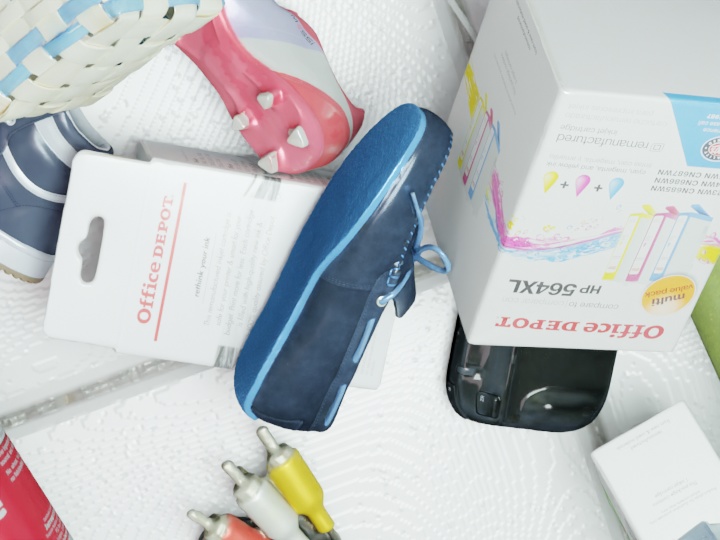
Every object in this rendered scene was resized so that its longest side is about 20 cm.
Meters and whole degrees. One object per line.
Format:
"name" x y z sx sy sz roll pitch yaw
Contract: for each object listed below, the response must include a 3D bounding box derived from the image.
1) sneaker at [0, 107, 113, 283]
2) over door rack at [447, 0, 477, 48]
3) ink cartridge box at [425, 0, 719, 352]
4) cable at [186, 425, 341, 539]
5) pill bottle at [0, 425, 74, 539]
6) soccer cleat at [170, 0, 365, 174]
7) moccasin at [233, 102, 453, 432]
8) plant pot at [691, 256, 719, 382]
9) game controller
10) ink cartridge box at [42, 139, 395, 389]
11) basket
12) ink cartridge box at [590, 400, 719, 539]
"sneaker" -0.235 -0.088 1.192 0.200 0.070 0.109 34 103 -19
"over door rack" 0.074 -0.217 1.151 0.148 0.067 0.200 -38 85 24
"ink cartridge box" 0.123 -0.052 1.139 0.128 0.125 0.200 3 131 -16
"cable" -0.020 0.186 1.289 0.200 0.050 0.097 41 94 -13
"pill bottle" -0.255 0.121 1.221 0.112 0.112 0.200 -30 104 2
"soccer cleat" -0.072 -0.146 1.206 0.067 0.076 0.200 -35 89 38
"moccasin" 0.000 0.000 1.173 0.068 0.081 0.200 25 112 -21
"plant pot" 0.265 0.011 1.219 0.200 0.200 0.190 -33 93 3
"game controller" 0.116 0.001 1.271 0.104 0.042 0.201 6 104 -22
"ink cartridge box" -0.078 -0.007 1.222 0.199 0.067 0.116 10 102 -13
"basket" -0.175 -0.192 1.124 0.176 0.139 0.201 -28 86 39
"ink cartridge box" 0.215 0.189 1.229 0.067 0.117 0.200 -28 65 1
